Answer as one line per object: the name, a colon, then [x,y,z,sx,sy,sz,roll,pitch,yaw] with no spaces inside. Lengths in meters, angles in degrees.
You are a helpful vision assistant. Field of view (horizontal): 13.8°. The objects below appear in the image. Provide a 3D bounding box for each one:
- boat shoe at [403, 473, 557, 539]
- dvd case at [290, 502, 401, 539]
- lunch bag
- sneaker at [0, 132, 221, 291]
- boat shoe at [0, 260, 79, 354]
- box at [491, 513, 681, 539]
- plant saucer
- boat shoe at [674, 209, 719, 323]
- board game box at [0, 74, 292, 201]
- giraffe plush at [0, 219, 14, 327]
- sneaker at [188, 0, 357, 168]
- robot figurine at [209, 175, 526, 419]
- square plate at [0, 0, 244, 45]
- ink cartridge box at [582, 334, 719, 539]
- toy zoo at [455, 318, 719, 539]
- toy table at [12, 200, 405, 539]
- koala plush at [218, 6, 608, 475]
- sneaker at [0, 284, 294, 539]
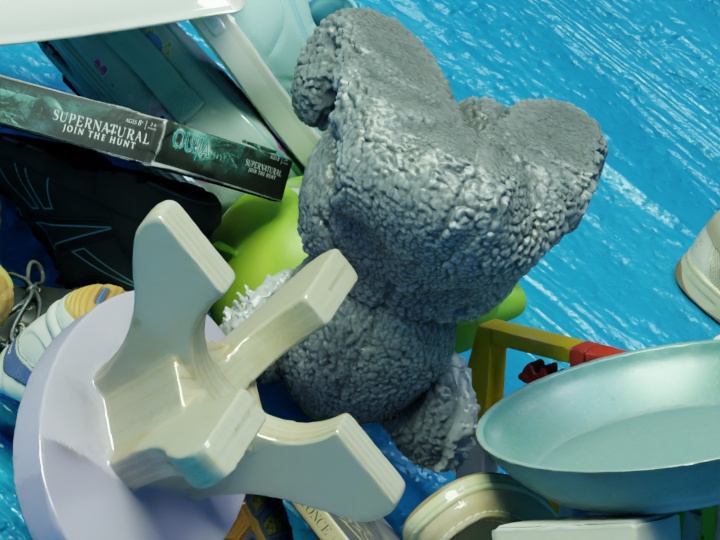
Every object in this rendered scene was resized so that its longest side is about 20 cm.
boat shoe: [0.088,0.170,1.555,0.065,0.072,0.200,59,6,38]
dvd case: [0.032,0.178,1.547,0.200,0.016,0.149,49,5,30]
lunch bag: [-0.115,-0.099,1.758,0.200,0.077,0.160,47,1,25]
sneaker: [-0.160,-0.028,1.661,0.075,0.080,0.200,8,9,-41]
boat shoe: [-0.177,0.032,1.592,0.199,0.062,0.075,28,33,-6]
box: [0.118,0.221,1.459,0.082,0.201,0.068,-3,-2,27]
plant saucer: [0.159,0.082,1.499,0.199,0.036,0.200,-10,15,3]
boat shoe: [0.310,0.036,2.031,0.200,0.065,0.072,39,31,10]
board game box: [-0.153,-0.081,1.600,0.199,0.028,0.135,16,1,28]
giraffe plush: [-0.263,-0.068,1.513,0.172,0.163,0.200,-15,48,-25]
sneaker: [-0.023,-0.113,1.711,0.074,0.082,0.200,54,3,32]
robot figurine: [0.000,0.000,1.688,0.199,0.176,0.116,-11,37,-29]
square plate: [-0.165,-0.169,1.642,0.199,0.029,0.198,-7,22,0]
ink cartridge box: [0.212,0.119,1.690,0.083,0.200,0.147,46,33,20]
toy zoo: [0.123,0.104,1.646,0.199,0.132,0.020,14,19,32]
toy table: [-0.075,0.061,1.429,0.184,0.117,0.200,45,35,-23]
koala plush: [0.015,-0.001,1.548,0.177,0.201,0.184,25,22,-7]
sneaker: [-0.111,0.105,1.544,0.201,0.088,0.075,57,25,-5]
